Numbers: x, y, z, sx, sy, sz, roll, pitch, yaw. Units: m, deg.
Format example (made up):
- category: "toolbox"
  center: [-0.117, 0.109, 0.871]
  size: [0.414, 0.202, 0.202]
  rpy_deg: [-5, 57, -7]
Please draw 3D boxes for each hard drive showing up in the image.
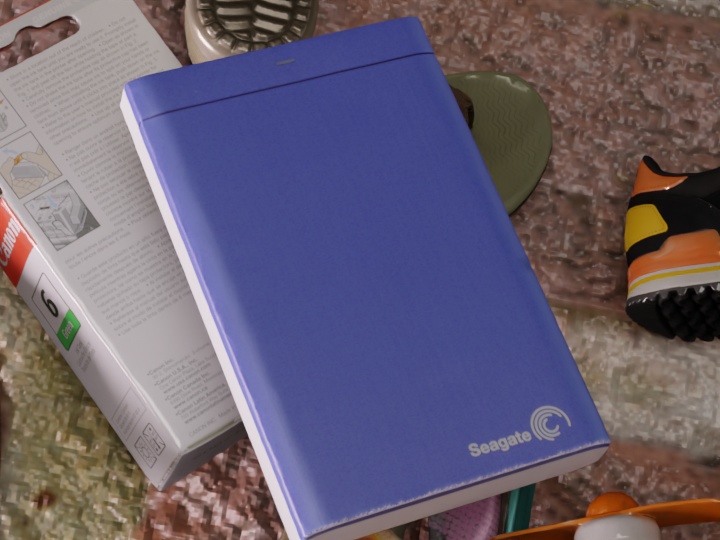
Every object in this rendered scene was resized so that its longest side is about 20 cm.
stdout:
- category: "hard drive"
  center: [0.000, 0.000, 0.913]
  size: [0.131, 0.025, 0.201]
  rpy_deg: [-15, 67, -21]

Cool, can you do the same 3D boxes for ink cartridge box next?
- category: "ink cartridge box"
  center: [-0.095, -0.020, 0.987]
  size: [0.109, 0.050, 0.200]
  rpy_deg: [-31, 78, -28]

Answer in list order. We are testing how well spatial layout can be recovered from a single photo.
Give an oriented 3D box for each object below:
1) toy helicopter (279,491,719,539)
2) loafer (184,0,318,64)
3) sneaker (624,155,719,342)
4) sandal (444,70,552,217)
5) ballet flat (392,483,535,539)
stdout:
- category: "toy helicopter"
  center: [0.065, 0.131, 0.895]
  size: [0.199, 0.079, 0.133]
  rpy_deg: [22, 69, 5]
- category: "loafer"
  center: [-0.049, -0.154, 1.032]
  size: [0.075, 0.068, 0.201]
  rpy_deg: [15, 54, -8]
- category: "sneaker"
  center: [0.208, -0.030, 0.995]
  size: [0.199, 0.070, 0.091]
  rpy_deg: [-10, 65, 19]
- category: "sandal"
  center: [0.007, -0.052, 0.985]
  size: [0.200, 0.057, 0.080]
  rpy_deg: [-11, 63, -37]
- category: "ballet flat"
  center: [0.036, 0.154, 0.957]
  size: [0.071, 0.069, 0.201]
  rpy_deg: [-1, 69, 13]
